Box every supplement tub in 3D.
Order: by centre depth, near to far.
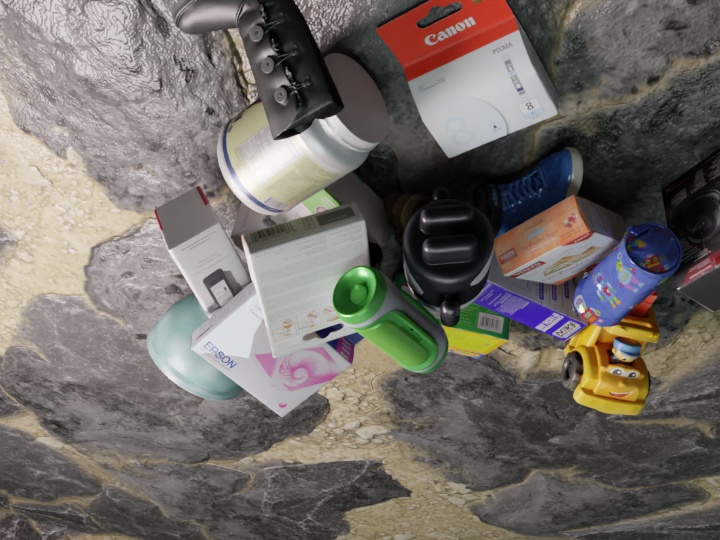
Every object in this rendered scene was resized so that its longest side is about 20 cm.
[{"bbox_3d":[-0.075,-0.174,0.999,0.199,0.146,0.145,-27,130,36],"label":"supplement tub"}]

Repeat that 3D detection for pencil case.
[{"bbox_3d":[0.361,0.009,1.060,0.077,0.087,0.201,-29,162,-19],"label":"pencil case"}]

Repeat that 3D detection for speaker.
[{"bbox_3d":[0.045,0.071,1.056,0.087,0.090,0.200,-16,144,28],"label":"speaker"}]

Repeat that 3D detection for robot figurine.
[{"bbox_3d":[0.116,-0.019,1.053,0.124,0.151,0.200,33,166,15],"label":"robot figurine"}]

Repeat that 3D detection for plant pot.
[{"bbox_3d":[-0.260,0.112,1.376,0.199,0.201,0.135,29,111,-23],"label":"plant pot"}]

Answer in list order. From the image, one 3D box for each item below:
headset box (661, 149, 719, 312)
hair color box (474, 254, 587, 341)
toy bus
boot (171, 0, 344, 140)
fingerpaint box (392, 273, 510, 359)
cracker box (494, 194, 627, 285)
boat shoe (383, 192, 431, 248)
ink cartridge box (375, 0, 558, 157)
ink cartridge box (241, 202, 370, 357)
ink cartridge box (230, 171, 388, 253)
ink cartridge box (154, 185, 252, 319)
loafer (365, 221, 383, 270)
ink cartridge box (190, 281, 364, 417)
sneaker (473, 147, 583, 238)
[{"bbox_3d":[0.479,-0.056,0.990,0.077,0.202,0.149,25,138,-21],"label":"headset box"},{"bbox_3d":[0.256,0.020,1.203,0.198,0.110,0.065,22,140,-15],"label":"hair color box"},{"bbox_3d":[0.404,0.093,1.201,0.134,0.202,0.193,12,134,-8],"label":"toy bus"},{"bbox_3d":[-0.123,-0.246,0.898,0.164,0.065,0.202,-23,93,34],"label":"boot"},{"bbox_3d":[0.134,0.079,1.292,0.197,0.074,0.167,13,162,-4],"label":"fingerpaint box"},{"bbox_3d":[0.289,-0.037,1.084,0.133,0.058,0.199,-30,158,31],"label":"cracker box"},{"bbox_3d":[0.091,-0.055,1.186,0.067,0.072,0.201,26,162,35],"label":"boat shoe"},{"bbox_3d":[0.133,-0.244,0.950,0.158,0.048,0.200,-18,136,30],"label":"ink cartridge box"},{"bbox_3d":[-0.064,0.016,1.048,0.160,0.050,0.202,-17,136,-11],"label":"ink cartridge box"},{"bbox_3d":[-0.077,-0.072,1.175,0.198,0.085,0.145,-23,131,34],"label":"ink cartridge box"},{"bbox_3d":[-0.216,-0.001,1.146,0.083,0.145,0.202,-29,125,-8],"label":"ink cartridge box"},{"bbox_3d":[0.000,0.000,1.120,0.069,0.076,0.201,-2,140,19],"label":"loafer"},{"bbox_3d":[-0.107,0.098,1.114,0.199,0.044,0.196,-38,121,15],"label":"ink cartridge box"},{"bbox_3d":[0.219,-0.102,1.079,0.110,0.078,0.200,6,150,-18],"label":"sneaker"}]
